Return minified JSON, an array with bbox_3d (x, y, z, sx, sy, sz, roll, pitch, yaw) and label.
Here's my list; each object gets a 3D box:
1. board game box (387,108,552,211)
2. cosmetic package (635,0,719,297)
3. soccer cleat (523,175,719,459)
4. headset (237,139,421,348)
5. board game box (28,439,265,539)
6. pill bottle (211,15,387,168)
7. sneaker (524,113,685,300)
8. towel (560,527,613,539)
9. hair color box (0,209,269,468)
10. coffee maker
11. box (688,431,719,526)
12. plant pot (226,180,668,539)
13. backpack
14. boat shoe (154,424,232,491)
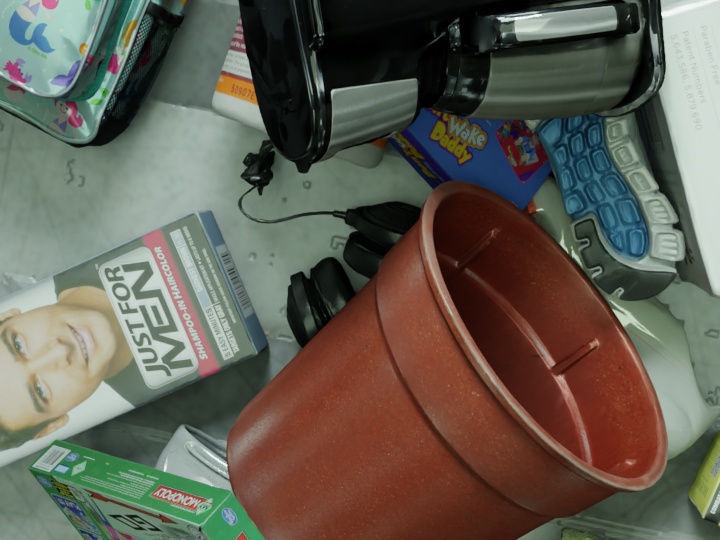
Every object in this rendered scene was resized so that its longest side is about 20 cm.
[{"bbox_3d":[0.058,-0.134,0.956,0.135,0.045,0.200,-53,128,-10],"label":"board game box"},{"bbox_3d":[0.271,-0.093,0.952,0.198,0.165,0.167,-15,93,6],"label":"cosmetic package"},{"bbox_3d":[0.155,0.024,1.023,0.077,0.069,0.202,-23,82,-26],"label":"soccer cleat"},{"bbox_3d":[0.000,0.000,1.036,0.200,0.094,0.124,42,99,-15],"label":"headset"},{"bbox_3d":[-0.107,0.171,0.966,0.029,0.199,0.135,-45,118,-27],"label":"board game box"},{"bbox_3d":[-0.009,-0.175,0.995,0.113,0.114,0.202,19,95,3],"label":"pill bottle"},{"bbox_3d":[0.134,-0.083,0.962,0.074,0.087,0.202,-15,96,6],"label":"sneaker"},{"bbox_3d":[0.194,0.256,0.997,0.198,0.036,0.150,21,68,-11],"label":"towel"},{"bbox_3d":[-0.170,0.046,1.045,0.198,0.061,0.100,-24,91,6],"label":"hair color box"},{"bbox_3d":[0.038,-0.160,0.836,0.198,0.135,0.194,-9,72,-21],"label":"coffee maker"},{"bbox_3d":[0.307,0.169,1.009,0.198,0.075,0.051,26,94,4],"label":"box"},{"bbox_3d":[0.038,0.088,0.930,0.195,0.201,0.201,-40,90,26],"label":"plant pot"},{"bbox_3d":[-0.191,-0.197,0.997,0.176,0.151,0.201,28,90,4],"label":"backpack"},{"bbox_3d":[-0.041,0.160,1.042,0.198,0.072,0.069,24,95,12],"label":"boat shoe"}]
